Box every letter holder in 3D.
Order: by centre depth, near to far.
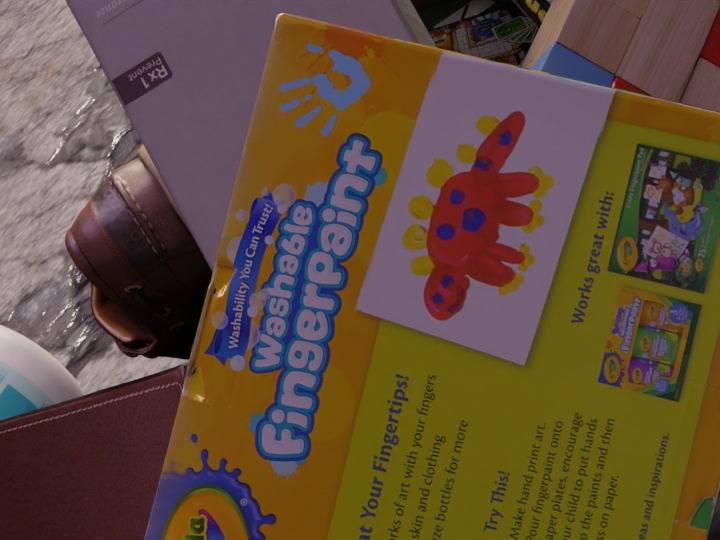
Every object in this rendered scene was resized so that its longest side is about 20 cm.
[{"bbox_3d":[-0.072,0.113,0.837,0.100,0.143,0.200,-14,-3,-41],"label":"letter holder"}]

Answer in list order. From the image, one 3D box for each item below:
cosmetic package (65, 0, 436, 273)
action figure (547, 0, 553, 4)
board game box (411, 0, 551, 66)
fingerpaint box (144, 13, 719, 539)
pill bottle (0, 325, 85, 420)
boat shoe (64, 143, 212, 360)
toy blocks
[{"bbox_3d":[-0.016,-0.049,0.718,0.107,0.201,0.090,-32,-9,8],"label":"cosmetic package"},{"bbox_3d":[0.093,-0.103,0.848,0.199,0.102,0.119,11,33,6],"label":"action figure"},{"bbox_3d":[0.007,-0.062,0.838,0.200,0.105,0.024,-27,27,41],"label":"board game box"},{"bbox_3d":[0.033,0.040,0.626,0.073,0.166,0.201,35,-112,-80],"label":"fingerpaint box"},{"bbox_3d":[-0.223,0.127,0.999,0.111,0.111,0.200,-15,35,43],"label":"pill bottle"},{"bbox_3d":[-0.086,0.002,0.861,0.067,0.072,0.200,-33,-15,-8],"label":"boat shoe"},{"bbox_3d":[0.128,-0.042,0.734,0.137,0.199,0.100,-63,6,-23],"label":"toy blocks"}]
